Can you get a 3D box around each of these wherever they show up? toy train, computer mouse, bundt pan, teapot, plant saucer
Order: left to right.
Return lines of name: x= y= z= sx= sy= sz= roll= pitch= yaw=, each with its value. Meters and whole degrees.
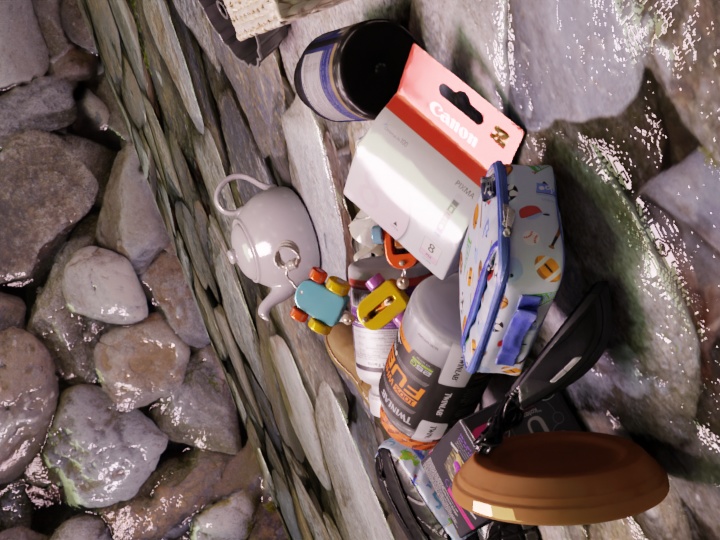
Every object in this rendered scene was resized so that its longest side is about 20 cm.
bundt pan: x=-0.180 y=-0.413 z=1.501 sx=0.202 sy=0.076 sz=0.202 roll=50 pitch=163 yaw=21
teapot: x=-0.171 y=-0.052 z=1.775 sx=0.200 sy=0.145 sz=0.198 roll=-128 pitch=26 yaw=-47
toy train: x=0.000 y=0.000 z=1.205 sx=0.056 sy=0.199 sz=0.151 roll=-20 pitch=-81 yaw=-70
computer mouse: x=0.189 y=0.096 z=0.954 sx=0.046 sy=0.201 sz=0.140 roll=38 pitch=-166 yaw=10
plant saucer: x=0.183 y=0.186 z=0.917 sx=0.200 sy=0.199 sz=0.038 roll=-174 pitch=78 yaw=-70

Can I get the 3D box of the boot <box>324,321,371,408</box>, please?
boot: x=0.016 y=0.118 z=1.546 sx=0.175 sy=0.066 sz=0.200 roll=51 pitch=157 yaw=17

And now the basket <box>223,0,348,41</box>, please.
basket: x=-0.056 y=-0.361 z=1.059 sx=0.198 sy=0.199 sz=0.162 roll=19 pitch=132 yaw=68

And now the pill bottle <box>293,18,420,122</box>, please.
pill bottle: x=-0.011 y=-0.234 z=1.180 sx=0.200 sy=0.111 sz=0.113 roll=19 pitch=127 yaw=68

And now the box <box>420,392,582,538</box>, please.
box: x=0.161 y=0.215 z=1.119 sx=0.107 sy=0.122 sz=0.200 roll=61 pitch=160 yaw=17

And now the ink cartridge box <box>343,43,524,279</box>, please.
ink cartridge box: x=0.070 y=-0.110 z=1.049 sx=0.162 sy=0.057 sz=0.201 roll=43 pitch=145 yaw=21

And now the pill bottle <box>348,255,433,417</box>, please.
pill bottle: x=0.046 y=0.086 z=1.291 sx=0.111 sy=0.111 sz=0.202 roll=-159 pitch=63 yaw=-67

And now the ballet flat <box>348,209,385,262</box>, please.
ballet flat: x=0.024 y=-0.037 z=1.346 sx=0.068 sy=0.068 sz=0.201 roll=-129 pitch=27 yaw=-56

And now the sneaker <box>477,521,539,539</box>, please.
sneaker: x=0.179 y=0.309 z=1.274 sx=0.079 sy=0.075 sz=0.202 roll=-149 pitch=48 yaw=-82

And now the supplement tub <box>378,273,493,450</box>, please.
supplement tub: x=0.092 y=0.112 z=1.154 sx=0.123 sy=0.122 sz=0.201 roll=56 pitch=143 yaw=37

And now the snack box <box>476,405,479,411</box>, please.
snack box: x=0.127 y=0.120 z=1.277 sx=0.072 sy=0.024 sz=0.201 roll=-127 pitch=25 yaw=-49

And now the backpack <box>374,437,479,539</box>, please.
backpack: x=0.102 y=0.317 z=1.400 sx=0.200 sy=0.154 sz=0.163 roll=44 pitch=158 yaw=10

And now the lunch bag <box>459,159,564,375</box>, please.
lunch bag: x=0.140 y=0.002 z=0.944 sx=0.201 sy=0.075 sz=0.161 roll=97 pitch=178 yaw=-52

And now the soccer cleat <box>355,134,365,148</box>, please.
soccer cleat: x=0.065 y=-0.100 z=1.152 sx=0.200 sy=0.077 sz=0.070 roll=55 pitch=157 yaw=38
